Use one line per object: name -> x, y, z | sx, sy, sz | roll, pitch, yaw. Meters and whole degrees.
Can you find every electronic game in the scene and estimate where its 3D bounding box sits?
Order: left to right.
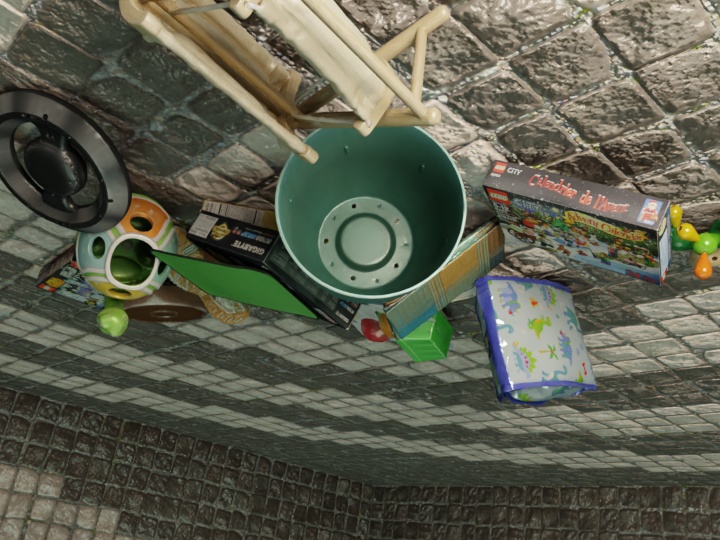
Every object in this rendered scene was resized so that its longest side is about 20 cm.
electronic game -> -0.373, -0.129, 0.841 | 0.199, 0.042, 0.200 | 11, 133, 13

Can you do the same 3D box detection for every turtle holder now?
turtle holder -> -0.338, -0.015, 0.961 | 0.141, 0.186, 0.132 | 44, 177, -29

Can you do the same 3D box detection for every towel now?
towel -> 0.116, 0.013, 0.934 | 0.200, 0.022, 0.147 | -37, 157, -6

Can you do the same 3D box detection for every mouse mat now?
mouse mat -> -0.165, 0.019, 0.912 | 0.200, 0.008, 0.161 | 10, 160, 25

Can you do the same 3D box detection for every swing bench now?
swing bench -> -0.063, -0.195, 0.561 | 0.200, 0.130, 0.199 | -11, 150, 37

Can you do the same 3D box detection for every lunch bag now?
lunch bag -> 0.244, 0.104, 1.013 | 0.127, 0.170, 0.200 | -25, 154, 32

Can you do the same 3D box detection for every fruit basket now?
fruit basket -> 0.061, 0.094, 1.236 | 0.200, 0.094, 0.185 | 13, 160, 30

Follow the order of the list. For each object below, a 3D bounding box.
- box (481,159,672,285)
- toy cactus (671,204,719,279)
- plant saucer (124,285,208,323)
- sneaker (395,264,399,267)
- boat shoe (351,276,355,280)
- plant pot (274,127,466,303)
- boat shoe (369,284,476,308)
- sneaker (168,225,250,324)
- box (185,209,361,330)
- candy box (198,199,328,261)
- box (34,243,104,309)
box -> 0.251, -0.055, 0.790 | 0.200, 0.038, 0.137 | 21, 165, 32
toy cactus -> 0.441, -0.029, 0.831 | 0.199, 0.103, 0.165 | -6, 163, 11
plant saucer -> -0.372, 0.069, 1.299 | 0.200, 0.035, 0.200 | -4, 165, -1
sneaker -> 0.050, 0.001, 0.986 | 0.069, 0.100, 0.200 | 20, 153, -20
boat shoe -> -0.001, 0.001, 0.966 | 0.070, 0.072, 0.201 | -27, 161, -32
plant pot -> 0.008, -0.051, 0.785 | 0.200, 0.201, 0.161 | 8, 167, 0
boat shoe -> 0.097, 0.030, 1.082 | 0.200, 0.071, 0.070 | -12, 147, 25
sneaker -> -0.252, -0.002, 1.115 | 0.076, 0.088, 0.200 | -24, 122, 17
box -> -0.112, 0.000, 0.911 | 0.159, 0.046, 0.200 | 17, 163, 39
candy box -> -0.134, -0.039, 1.014 | 0.199, 0.057, 0.117 | 10, 155, -1
box -> -0.499, 0.015, 1.266 | 0.137, 0.040, 0.200 | 26, 150, -33
